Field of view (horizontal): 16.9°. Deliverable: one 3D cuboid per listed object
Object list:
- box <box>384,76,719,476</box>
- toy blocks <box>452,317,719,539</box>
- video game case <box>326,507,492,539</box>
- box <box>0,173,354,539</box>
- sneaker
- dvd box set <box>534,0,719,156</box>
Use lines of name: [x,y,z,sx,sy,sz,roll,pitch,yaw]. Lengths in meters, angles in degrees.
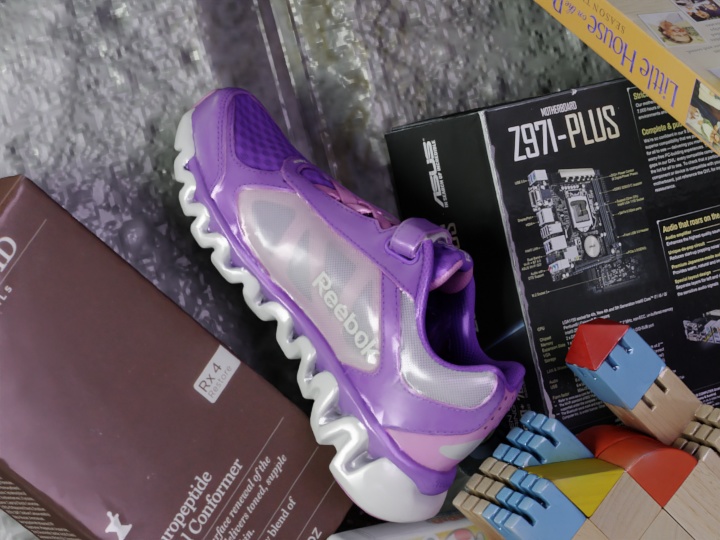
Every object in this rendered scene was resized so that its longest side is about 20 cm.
box: [0.130,-0.008,1.104,0.200,0.086,0.164,-15,94,-29]
toy blocks: [0.100,0.116,0.997,0.137,0.100,0.200,44,78,-24]
video game case: [0.060,0.197,1.049,0.182,0.023,0.201,-7,105,-36]
box: [-0.102,0.062,0.981,0.200,0.075,0.100,40,69,-19]
sneaker: [0.000,0.000,0.998,0.200,0.088,0.080,58,26,15]
dvd box set: [0.169,-0.116,1.082,0.146,0.200,0.029,-14,130,-30]
